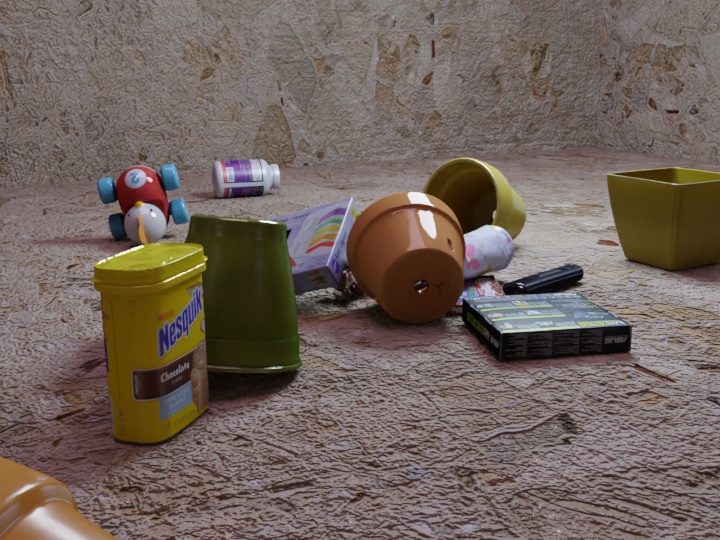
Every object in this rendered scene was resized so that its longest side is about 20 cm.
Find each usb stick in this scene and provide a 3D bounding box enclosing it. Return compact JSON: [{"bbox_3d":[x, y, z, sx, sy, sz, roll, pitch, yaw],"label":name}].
[{"bbox_3d":[0.331,0.020,1.609,0.199,0.033,0.055,-14,12,-43],"label":"usb stick"}]

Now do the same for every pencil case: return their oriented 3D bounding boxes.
[{"bbox_3d":[0.200,-0.032,1.630,0.200,0.091,0.083,-10,-24,-50],"label":"pencil case"}]

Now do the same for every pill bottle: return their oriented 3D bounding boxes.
[{"bbox_3d":[-0.356,-0.287,2.771,0.199,0.113,0.112,-5,14,-18],"label":"pill bottle"}]

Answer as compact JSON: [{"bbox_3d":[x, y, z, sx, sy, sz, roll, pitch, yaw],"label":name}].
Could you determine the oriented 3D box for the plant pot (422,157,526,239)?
[{"bbox_3d":[0.258,-0.128,1.933,0.200,0.202,0.189,9,1,37],"label":"plant pot"}]

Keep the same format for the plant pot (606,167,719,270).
[{"bbox_3d":[0.631,-0.105,1.799,0.199,0.177,0.200,-7,14,-27],"label":"plant pot"}]

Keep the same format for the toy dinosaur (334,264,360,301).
[{"bbox_3d":[0.000,0.000,1.632,0.086,0.136,0.200,36,1,17],"label":"toy dinosaur"}]

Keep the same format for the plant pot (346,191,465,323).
[{"bbox_3d":[0.084,-0.009,1.444,0.199,0.201,0.140,-3,29,-8],"label":"plant pot"}]

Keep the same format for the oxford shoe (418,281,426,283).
[{"bbox_3d":[0.092,-0.011,1.623,0.071,0.074,0.200,-28,-8,33],"label":"oxford shoe"}]

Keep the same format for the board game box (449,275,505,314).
[{"bbox_3d":[0.197,0.040,1.562,0.102,0.020,0.200,0,13,-1],"label":"board game box"}]

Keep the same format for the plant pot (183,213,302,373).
[{"bbox_3d":[-0.171,0.024,1.198,0.199,0.194,0.200,5,3,0],"label":"plant pot"}]

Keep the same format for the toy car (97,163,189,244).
[{"bbox_3d":[-0.500,-0.134,2.059,0.183,0.178,0.200,-13,27,-6],"label":"toy car"}]

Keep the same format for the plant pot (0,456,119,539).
[{"bbox_3d":[-0.172,0.224,0.490,0.182,0.201,0.200,17,17,9],"label":"plant pot"}]

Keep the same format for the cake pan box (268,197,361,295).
[{"bbox_3d":[-0.107,-0.033,1.557,0.199,0.052,0.185,-12,37,30],"label":"cake pan box"}]

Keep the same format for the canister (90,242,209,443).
[{"bbox_3d":[-0.235,0.080,1.031,0.086,0.201,0.149,3,14,17],"label":"canister"}]

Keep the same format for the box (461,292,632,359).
[{"bbox_3d":[0.272,0.079,1.340,0.199,0.048,0.193,-3,16,-11],"label":"box"}]
